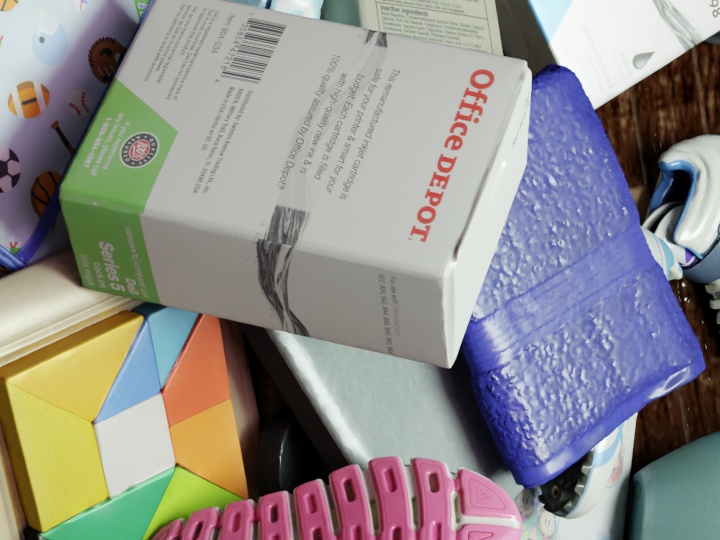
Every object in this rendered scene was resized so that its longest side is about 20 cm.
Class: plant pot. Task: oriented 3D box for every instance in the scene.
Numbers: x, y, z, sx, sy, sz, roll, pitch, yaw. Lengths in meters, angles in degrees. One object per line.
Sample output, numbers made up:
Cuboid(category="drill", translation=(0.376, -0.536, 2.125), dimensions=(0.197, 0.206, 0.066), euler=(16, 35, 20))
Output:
Cuboid(category="plant pot", translation=(0.233, 0.181, 1.440), dimensions=(0.135, 0.200, 0.200), euler=(9, 80, -2))

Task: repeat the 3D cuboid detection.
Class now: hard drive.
Cuboid(category="hard drive", translation=(0.020, 0.052, 1.256), dimensions=(0.140, 0.033, 0.200), euler=(-43, 108, -37))

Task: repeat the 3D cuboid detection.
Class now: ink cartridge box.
Cuboid(category="ink cartridge box", translation=(0.178, -0.195, 1.446), dimensions=(0.200, 0.067, 0.116), euler=(-33, 107, -17))
Cuboid(category="ink cartridge box", translation=(-0.028, -0.048, 1.147), dimensions=(0.084, 0.200, 0.146), euler=(85, 22, -53))

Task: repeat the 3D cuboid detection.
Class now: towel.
Cuboid(category="towel", translation=(0.098, 0.002, 1.269), dimensions=(0.148, 0.050, 0.200), euler=(-30, 102, -32))

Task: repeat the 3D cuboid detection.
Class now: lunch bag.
Cuboid(category="lunch bag", translation=(-0.176, -0.101, 1.199), dimensions=(0.160, 0.076, 0.200), euler=(38, 67, -32))

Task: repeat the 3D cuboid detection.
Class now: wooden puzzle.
Cuboid(category="wooden puzzle", translation=(-0.126, 0.086, 1.192), dimensions=(0.185, 0.037, 0.200), euler=(-25, 112, -34))

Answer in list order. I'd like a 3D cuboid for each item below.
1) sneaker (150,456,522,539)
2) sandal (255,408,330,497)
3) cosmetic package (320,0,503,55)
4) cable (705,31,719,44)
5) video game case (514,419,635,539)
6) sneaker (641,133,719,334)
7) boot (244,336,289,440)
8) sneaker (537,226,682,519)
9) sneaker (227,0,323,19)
Cuboid(category="sneaker", translation=(-0.011, 0.158, 1.199), dimensions=(0.074, 0.200, 0.087), euler=(-96, 171, -48))
Cuboid(category="sandal", translation=(0.012, 0.110, 1.310), dimensions=(0.200, 0.048, 0.075), euler=(-4, 96, -59))
Cuboid(category="cosmetic package", translation=(0.017, -0.160, 1.319), dimensions=(0.103, 0.073, 0.200), euler=(5, 69, -35))
Cuboid(category="cable", translation=(0.221, -0.245, 1.532), dimensions=(0.200, 0.051, 0.163), euler=(25, 80, -29))
Cuboid(category="video game case", translation=(0.109, 0.100, 1.390), dimensions=(0.200, 0.024, 0.182), euler=(31, 62, -50))
Cuboid(category="sneaker", translation=(0.239, 0.009, 1.511), dimensions=(0.146, 0.081, 0.200), euler=(1, 90, -29))
Cuboid(category="boot", translation=(0.000, 0.000, 1.332), dimensions=(0.200, 0.066, 0.175), euler=(-7, 92, -39))
Cuboid(category="sneaker", translation=(0.153, 0.061, 1.368), dimensions=(0.072, 0.072, 0.200), euler=(29, 58, -20))
Cuboid(category="sneaker", translation=(-0.055, -0.127, 1.257), dimensions=(0.074, 0.082, 0.200), euler=(3, 68, -29))
